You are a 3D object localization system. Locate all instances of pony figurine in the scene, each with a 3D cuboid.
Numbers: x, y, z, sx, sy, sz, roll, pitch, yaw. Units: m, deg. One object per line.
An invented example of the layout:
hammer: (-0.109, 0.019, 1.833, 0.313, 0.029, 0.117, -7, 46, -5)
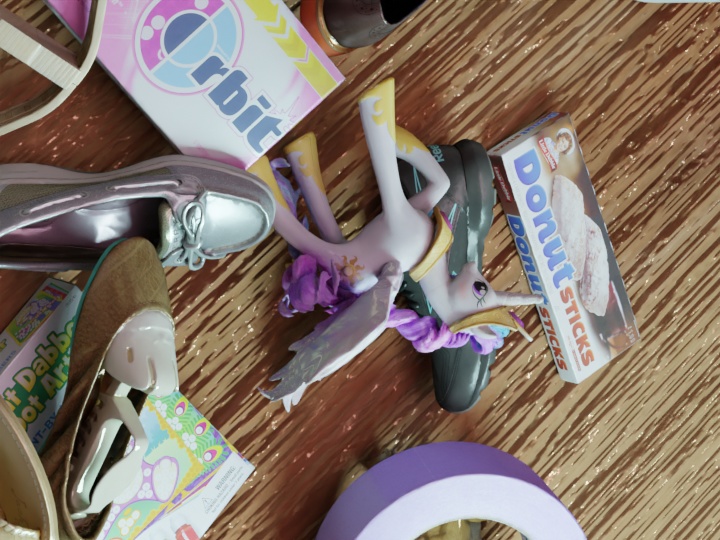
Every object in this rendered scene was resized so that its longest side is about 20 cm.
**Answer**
pony figurine: (0.000, 0.000, 1.451, 0.193, 0.167, 0.200, -31, 90, 2)

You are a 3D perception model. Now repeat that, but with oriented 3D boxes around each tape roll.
tape roll: (0.065, 0.227, 1.548, 0.200, 0.066, 0.200, -4, 108, -13)

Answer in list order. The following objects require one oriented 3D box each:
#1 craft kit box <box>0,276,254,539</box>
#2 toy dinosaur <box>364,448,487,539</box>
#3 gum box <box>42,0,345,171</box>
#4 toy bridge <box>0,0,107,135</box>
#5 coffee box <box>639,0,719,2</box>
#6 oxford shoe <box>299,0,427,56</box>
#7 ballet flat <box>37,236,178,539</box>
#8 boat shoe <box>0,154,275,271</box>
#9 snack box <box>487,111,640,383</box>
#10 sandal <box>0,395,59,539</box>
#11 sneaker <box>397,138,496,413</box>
craft kit box: (-0.195, 0.143, 1.403, 0.198, 0.049, 0.200, 47, 70, -28)
toy dinosaur: (0.073, 0.193, 1.607, 0.106, 0.060, 0.200, -36, 112, -3)
gum box: (-0.118, -0.162, 1.375, 0.113, 0.066, 0.200, -43, 121, -3)
toy bridge: (-0.197, -0.136, 1.303, 0.067, 0.027, 0.200, 34, 107, -30)
coffee box: (0.215, -0.303, 1.526, 0.198, 0.200, 0.200, 7, 93, -36)
oxford shoe: (0.038, -0.216, 1.475, 0.071, 0.072, 0.200, 57, 48, -28)
ballet flat: (-0.152, 0.081, 1.326, 0.068, 0.072, 0.200, 12, 105, -48)
boat shoe: (-0.149, -0.028, 1.357, 0.202, 0.065, 0.074, 2, 127, -19)
snack box: (0.156, -0.017, 1.640, 0.072, 0.024, 0.200, -32, 115, -26)
sandal: (-0.226, 0.167, 1.312, 0.070, 0.078, 0.212, -34, 121, -33)
sneaker: (0.053, 0.005, 1.553, 0.079, 0.075, 0.200, -4, 99, -16)
